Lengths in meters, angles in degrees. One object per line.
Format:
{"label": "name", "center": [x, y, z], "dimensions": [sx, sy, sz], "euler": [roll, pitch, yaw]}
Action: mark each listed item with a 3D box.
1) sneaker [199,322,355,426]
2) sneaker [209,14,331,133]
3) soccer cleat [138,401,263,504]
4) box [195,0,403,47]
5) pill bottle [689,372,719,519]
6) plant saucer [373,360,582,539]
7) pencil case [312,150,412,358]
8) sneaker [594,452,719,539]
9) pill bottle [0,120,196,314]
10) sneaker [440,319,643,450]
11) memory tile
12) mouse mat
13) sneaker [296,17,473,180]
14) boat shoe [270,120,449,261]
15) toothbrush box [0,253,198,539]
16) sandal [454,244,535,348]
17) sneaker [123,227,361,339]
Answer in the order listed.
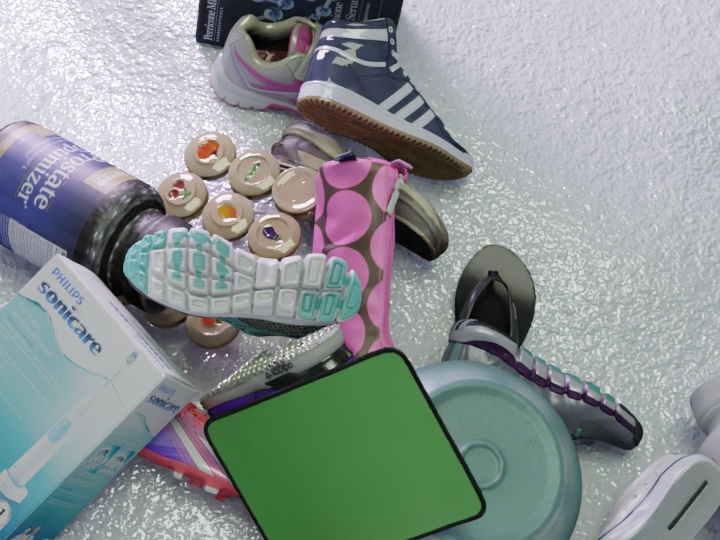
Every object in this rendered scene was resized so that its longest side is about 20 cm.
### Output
{"label": "sneaker", "center": [-0.059, 0.118, 1.556], "dimensions": [0.069, 0.200, 0.100], "euler": [-37, 97, -35]}
{"label": "sneaker", "center": [-0.046, -0.193, 1.801], "dimensions": [0.198, 0.088, 0.082], "euler": [9, 56, -4]}
{"label": "soccer cleat", "center": [-0.146, 0.141, 1.578], "dimensions": [0.199, 0.067, 0.077], "euler": [20, 78, 9]}
{"label": "box", "center": [-0.054, -0.292, 1.827], "dimensions": [0.198, 0.149, 0.108], "euler": [10, 56, -2]}
{"label": "pill bottle", "center": [0.359, 0.186, 1.612], "dimensions": [0.110, 0.111, 0.201], "euler": [-10, 60, -16]}
{"label": "plant saucer", "center": [0.096, 0.165, 1.546], "dimensions": [0.198, 0.036, 0.202], "euler": [5, 68, -12]}
{"label": "pencil case", "center": [0.000, 0.000, 1.643], "dimensions": [0.093, 0.091, 0.202], "euler": [-2, 83, 32]}
{"label": "sneaker", "center": [0.231, 0.237, 1.588], "dimensions": [0.200, 0.071, 0.073], "euler": [-43, 101, -10]}
{"label": "pill bottle", "center": [-0.243, -0.043, 1.638], "dimensions": [0.199, 0.112, 0.112], "euler": [28, 56, 22]}
{"label": "sneaker", "center": [0.151, 0.125, 1.641], "dimensions": [0.199, 0.074, 0.088], "euler": [30, 77, -8]}
{"label": "memory tile", "center": [-0.135, -0.031, 1.689], "dimensions": [0.152, 0.017, 0.201], "euler": [24, 66, 20]}
{"label": "mouse mat", "center": [-0.014, 0.158, 1.495], "dimensions": [0.162, 0.199, 0.008], "euler": [61, 25, -13]}
{"label": "sneaker", "center": [0.034, -0.166, 1.760], "dimensions": [0.199, 0.070, 0.109], "euler": [25, 65, -31]}
{"label": "boat shoe", "center": [-0.008, -0.060, 1.741], "dimensions": [0.199, 0.075, 0.073], "euler": [33, 68, 22]}
{"label": "toothbrush box", "center": [-0.258, 0.111, 1.521], "dimensions": [0.200, 0.085, 0.146], "euler": [-46, 71, 2]}
{"label": "sandal", "center": [0.115, 0.059, 1.693], "dimensions": [0.075, 0.043, 0.201], "euler": [17, 56, 1]}
{"label": "sneaker", "center": [-0.103, 0.024, 1.563], "dimensions": [0.198, 0.091, 0.078], "euler": [13, 63, -5]}
